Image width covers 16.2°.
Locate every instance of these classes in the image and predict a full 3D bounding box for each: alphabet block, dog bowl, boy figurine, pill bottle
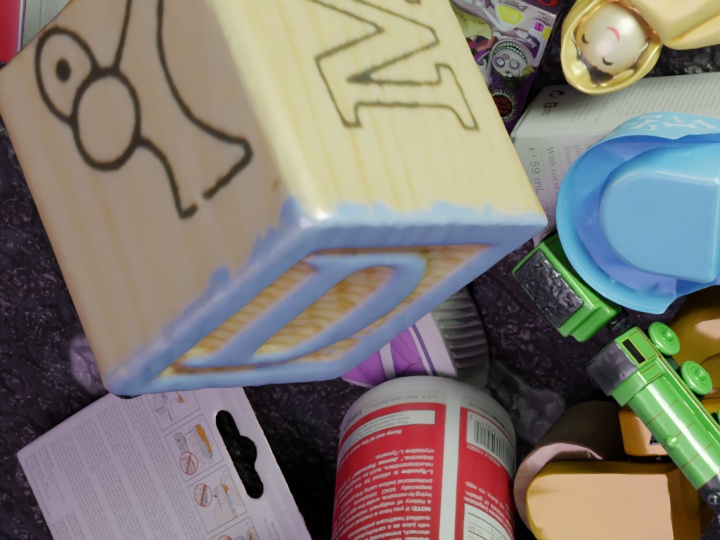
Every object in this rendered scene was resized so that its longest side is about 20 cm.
[{"bbox_3d":[-0.053,-0.065,1.387,0.195,0.196,0.201,-36,67,35],"label":"alphabet block"},{"bbox_3d":[0.209,-0.029,1.381,0.199,0.050,0.112,10,123,16],"label":"dog bowl"},{"bbox_3d":[0.178,-0.172,1.387,0.124,0.065,0.200,45,122,-11],"label":"boy figurine"},{"bbox_3d":[0.037,0.171,1.516,0.111,0.201,0.113,3,137,2],"label":"pill bottle"}]

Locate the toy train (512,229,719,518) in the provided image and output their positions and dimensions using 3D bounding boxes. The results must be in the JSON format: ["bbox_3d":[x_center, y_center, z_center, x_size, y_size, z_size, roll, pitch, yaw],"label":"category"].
[{"bbox_3d":[0.160,0.059,1.419,0.200,0.056,0.042,51,124,10],"label":"toy train"}]

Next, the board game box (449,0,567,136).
[{"bbox_3d":[0.011,-0.146,1.494,0.199,0.032,0.120,24,130,8],"label":"board game box"}]

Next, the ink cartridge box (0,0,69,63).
[{"bbox_3d":[-0.268,-0.198,1.486,0.199,0.176,0.084,17,124,13],"label":"ink cartridge box"}]

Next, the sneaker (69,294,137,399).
[{"bbox_3d":[-0.114,-0.014,1.594,0.098,0.071,0.201,48,114,16],"label":"sneaker"}]

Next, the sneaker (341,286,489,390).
[{"bbox_3d":[0.000,0.001,1.549,0.114,0.073,0.201,3,129,26],"label":"sneaker"}]

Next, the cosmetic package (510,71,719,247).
[{"bbox_3d":[0.196,-0.055,1.443,0.199,0.074,0.102,-3,118,26],"label":"cosmetic package"}]

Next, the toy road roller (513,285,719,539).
[{"bbox_3d":[0.190,0.082,1.504,0.199,0.123,0.147,-5,104,22],"label":"toy road roller"}]

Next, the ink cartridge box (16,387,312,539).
[{"bbox_3d":[-0.123,0.149,1.683,0.199,0.050,0.163,-31,80,30],"label":"ink cartridge box"}]

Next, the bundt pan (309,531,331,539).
[{"bbox_3d":[-0.027,0.265,1.691,0.201,0.075,0.203,18,115,44],"label":"bundt pan"}]
